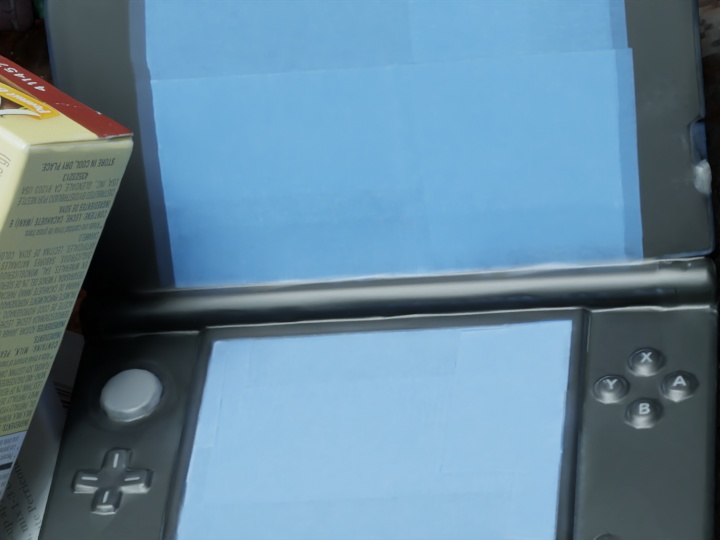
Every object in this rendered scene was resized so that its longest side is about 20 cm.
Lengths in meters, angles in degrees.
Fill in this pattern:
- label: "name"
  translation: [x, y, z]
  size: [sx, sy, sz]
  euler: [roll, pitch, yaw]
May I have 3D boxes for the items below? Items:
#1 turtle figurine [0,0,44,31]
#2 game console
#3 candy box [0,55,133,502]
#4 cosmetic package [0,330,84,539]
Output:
- label: "turtle figurine"
  translation: [-0.174, -0.089, 0.918]
  size: [0.199, 0.150, 0.101]
  euler: [-4, 93, 9]
- label: "game console"
  translation: [0.000, 0.000, 0.812]
  size: [0.199, 0.119, 0.171]
  euler: [-4, 45, 12]
- label: "candy box"
  translation: [-0.154, 0.025, 0.826]
  size: [0.115, 0.055, 0.201]
  euler: [32, 111, 26]
- label: "cosmetic package"
  translation: [-0.160, 0.108, 0.912]
  size: [0.199, 0.071, 0.102]
  euler: [-30, 69, 15]
